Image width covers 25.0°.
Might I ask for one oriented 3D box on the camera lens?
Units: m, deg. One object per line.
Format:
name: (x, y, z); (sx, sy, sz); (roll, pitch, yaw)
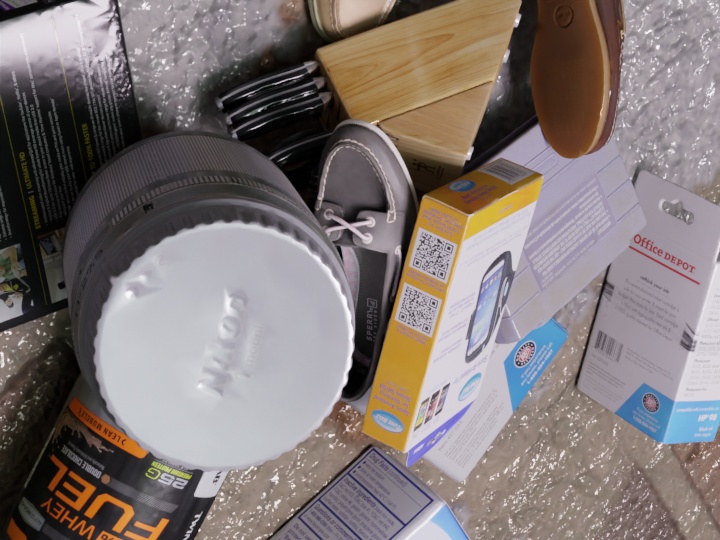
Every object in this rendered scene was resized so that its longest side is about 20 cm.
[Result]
camera lens: (-0.093, 0.012, 0.959); (0.159, 0.200, 0.161); (-4, 108, -12)

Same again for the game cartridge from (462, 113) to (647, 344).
game cartridge: (0.138, -0.044, 1.217); (0.200, 0.038, 0.130); (-37, 112, -43)

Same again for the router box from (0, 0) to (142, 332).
router box: (-0.211, -0.070, 1.017); (0.148, 0.051, 0.201); (-21, 122, -25)

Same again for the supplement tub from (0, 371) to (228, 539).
supplement tub: (-0.166, 0.154, 1.106); (0.122, 0.122, 0.201); (23, 97, -39)

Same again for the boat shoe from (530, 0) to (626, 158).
boat shoe: (0.166, -0.185, 1.190); (0.070, 0.070, 0.202); (-13, 102, -45)

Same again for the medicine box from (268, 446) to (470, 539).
medicine box: (0.003, 0.279, 1.292); (0.200, 0.103, 0.183); (-40, 128, -11)

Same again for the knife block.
knife block: (0.002, -0.129, 1.119); (0.064, 0.174, 0.201); (104, 6, -63)

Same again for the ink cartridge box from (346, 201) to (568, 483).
ink cartridge box: (0.041, 0.046, 1.222); (0.200, 0.086, 0.147); (39, 87, -37)

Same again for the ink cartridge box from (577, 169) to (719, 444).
ink cartridge box: (0.263, 0.029, 1.347); (0.066, 0.116, 0.201); (2, 110, -35)

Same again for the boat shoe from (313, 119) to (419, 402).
boat shoe: (0.000, 0.000, 1.057); (0.057, 0.066, 0.201); (-59, 154, -48)

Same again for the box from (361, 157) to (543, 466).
box: (0.059, 0.032, 1.094); (0.119, 0.041, 0.201); (-28, 139, -57)

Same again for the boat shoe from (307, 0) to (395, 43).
boat shoe: (0.018, -0.241, 1.084); (0.074, 0.066, 0.201); (-1, 116, -35)
